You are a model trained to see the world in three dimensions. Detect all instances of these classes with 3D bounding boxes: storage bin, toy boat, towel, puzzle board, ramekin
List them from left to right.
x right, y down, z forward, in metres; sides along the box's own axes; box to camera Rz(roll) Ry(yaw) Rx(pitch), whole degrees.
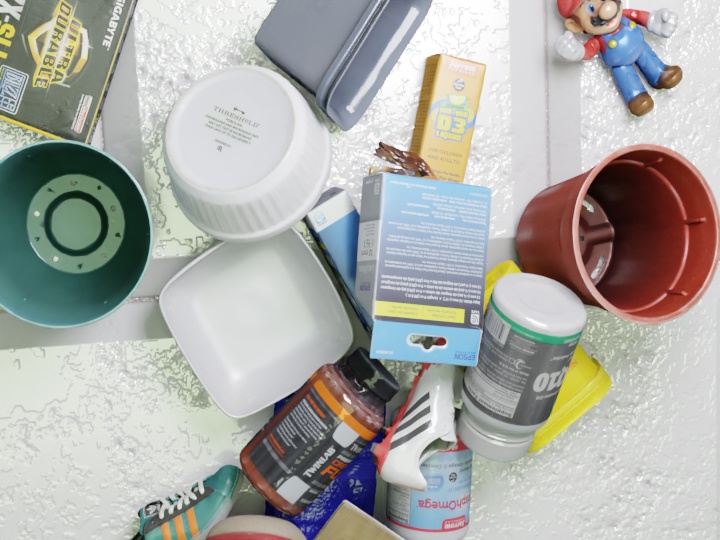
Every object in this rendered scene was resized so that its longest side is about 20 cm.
[{"bbox_3d":[-0.137,-0.142,1.258,0.198,0.094,0.206,-4,70,10],"label":"ramekin"},{"bbox_3d":[-0.118,0.388,1.302,0.128,0.132,0.202,-10,128,21],"label":"toy boat"},{"bbox_3d":[-0.047,0.261,1.388,0.145,0.050,0.204,6,96,-9],"label":"towel"},{"bbox_3d":[-0.022,-0.291,1.294,0.133,0.145,0.202,34,91,16],"label":"storage bin"},{"bbox_3d":[-0.005,0.389,1.372,0.149,0.017,0.201,33,122,-2],"label":"puzzle board"}]

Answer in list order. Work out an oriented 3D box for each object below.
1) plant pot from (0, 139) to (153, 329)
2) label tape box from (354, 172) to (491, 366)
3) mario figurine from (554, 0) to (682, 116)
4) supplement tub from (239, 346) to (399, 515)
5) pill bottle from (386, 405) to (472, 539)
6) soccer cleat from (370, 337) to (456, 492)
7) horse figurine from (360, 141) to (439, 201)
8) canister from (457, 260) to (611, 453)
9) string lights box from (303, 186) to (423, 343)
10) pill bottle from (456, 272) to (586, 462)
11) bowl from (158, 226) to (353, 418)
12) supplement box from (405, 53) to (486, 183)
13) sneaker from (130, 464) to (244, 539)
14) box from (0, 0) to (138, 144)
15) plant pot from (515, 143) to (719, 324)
[{"bbox_3d":[-0.332,-0.048,1.250,0.196,0.161,0.205,-1,97,-8],"label":"plant pot"},{"bbox_3d":[0.068,0.000,1.232,0.141,0.066,0.204,6,88,-25],"label":"label tape box"},{"bbox_3d":[0.318,-0.287,1.348,0.200,0.105,0.124,46,54,-18],"label":"mario figurine"},{"bbox_3d":[-0.045,0.186,1.297,0.107,0.107,0.200,42,96,-11],"label":"supplement tub"},{"bbox_3d":[0.087,0.278,1.380,0.107,0.109,0.204,1,97,-9],"label":"pill bottle"},{"bbox_3d":[0.086,0.166,1.295,0.084,0.069,0.202,25,68,15],"label":"soccer cleat"},{"bbox_3d":[0.062,-0.054,1.292,0.130,0.050,0.204,1,84,-28],"label":"horse figurine"},{"bbox_3d":[0.200,0.108,1.387,0.148,0.087,0.201,-40,99,6],"label":"canister"},{"bbox_3d":[0.000,0.000,1.337,0.058,0.103,0.202,-30,100,-5],"label":"string lights box"},{"bbox_3d":[0.181,0.115,1.272,0.111,0.114,0.203,9,121,-9],"label":"pill bottle"},{"bbox_3d":[-0.127,0.052,1.339,0.198,0.075,0.202,-31,100,-3],"label":"bowl"},{"bbox_3d":[0.100,-0.162,1.352,0.065,0.069,0.204,10,94,-10],"label":"supplement box"},{"bbox_3d":[-0.229,0.309,1.354,0.080,0.071,0.200,42,91,-15],"label":"sneaker"},{"bbox_3d":[-0.364,-0.264,1.278,0.157,0.049,0.203,20,93,-9],"label":"box"},{"bbox_3d":[0.295,-0.038,1.319,0.197,0.195,0.205,1,88,-19],"label":"plant pot"}]
